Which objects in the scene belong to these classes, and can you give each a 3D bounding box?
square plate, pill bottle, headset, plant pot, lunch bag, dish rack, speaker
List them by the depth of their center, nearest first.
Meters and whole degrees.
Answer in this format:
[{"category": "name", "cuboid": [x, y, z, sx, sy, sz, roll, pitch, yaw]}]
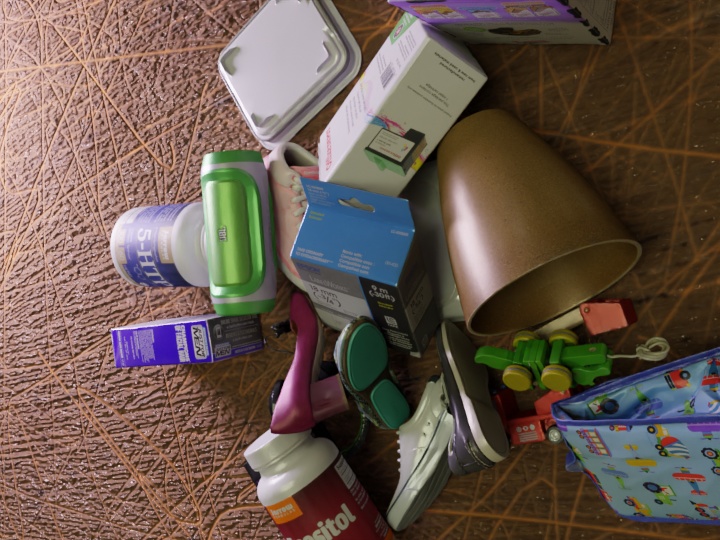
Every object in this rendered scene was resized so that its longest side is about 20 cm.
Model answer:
[{"category": "lunch bag", "cuboid": [0.292, 0.178, 0.698, 0.199, 0.094, 0.151, -23, 114, 37]}, {"category": "plant pot", "cuboid": [0.158, -0.062, 0.751, 0.186, 0.186, 0.201, -36, 63, 29]}, {"category": "pill bottle", "cuboid": [-0.053, 0.281, 0.871, 0.113, 0.113, 0.201, -33, 91, 29]}, {"category": "square plate", "cuboid": [0.050, -0.025, 0.894, 0.199, 0.028, 0.200, -11, 88, 32]}, {"category": "speaker", "cuboid": [-0.153, -0.046, 0.906, 0.088, 0.088, 0.202, -4, 92, 32]}, {"category": "headset", "cuboid": [-0.066, 0.159, 0.955, 0.123, 0.094, 0.201, -29, 89, 5]}, {"category": "dish rack", "cuboid": [-0.108, -0.281, 0.961, 0.200, 0.043, 0.172, -37, 74, 28]}, {"category": "pill bottle", "cuboid": [-0.247, -0.036, 1.023, 0.199, 0.119, 0.121, -1, 93, 32]}]

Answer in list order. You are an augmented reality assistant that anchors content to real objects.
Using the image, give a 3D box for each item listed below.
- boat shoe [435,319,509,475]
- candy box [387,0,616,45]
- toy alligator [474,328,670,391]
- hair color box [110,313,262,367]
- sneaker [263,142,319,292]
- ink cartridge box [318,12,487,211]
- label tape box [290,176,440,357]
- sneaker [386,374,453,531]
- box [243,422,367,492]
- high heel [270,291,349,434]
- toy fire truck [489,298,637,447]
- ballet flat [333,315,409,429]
[{"category": "boat shoe", "cuboid": [0.106, 0.137, 0.798, 0.063, 0.072, 0.201, -42, 33, 23]}, {"category": "candy box", "cuboid": [0.148, -0.278, 0.709, 0.167, 0.200, 0.072, 11, 99, 30]}, {"category": "toy alligator", "cuboid": [0.215, 0.099, 0.732, 0.199, 0.060, 0.054, -6, 131, 33]}, {"category": "hair color box", "cuboid": [-0.254, 0.100, 1.045, 0.199, 0.109, 0.065, -9, 90, 32]}, {"category": "sneaker", "cuboid": [-0.075, -0.075, 0.929, 0.105, 0.075, 0.201, -41, 69, 45]}, {"category": "ink cartridge box", "cuboid": [0.039, -0.179, 0.813, 0.084, 0.145, 0.200, 29, 116, -20]}, {"category": "label tape box", "cuboid": [0.000, 0.000, 0.805, 0.143, 0.063, 0.201, 15, 146, 30]}, {"category": "sneaker", "cuboid": [0.076, 0.222, 0.882, 0.071, 0.073, 0.201, 32, 101, 35]}, {"category": "box", "cuboid": [-0.064, 0.314, 0.990, 0.143, 0.036, 0.201, -44, 70, 26]}, {"category": "high heel", "cuboid": [-0.085, 0.106, 0.879, 0.201, 0.095, 0.068, -115, 9, -48]}, {"category": "toy fire truck", "cuboid": [0.213, 0.116, 0.793, 0.199, 0.049, 0.142, -17, 85, 33]}, {"category": "ballet flat", "cuboid": [0.001, 0.118, 0.851, 0.074, 0.074, 0.201, 11, 140, 30]}]
